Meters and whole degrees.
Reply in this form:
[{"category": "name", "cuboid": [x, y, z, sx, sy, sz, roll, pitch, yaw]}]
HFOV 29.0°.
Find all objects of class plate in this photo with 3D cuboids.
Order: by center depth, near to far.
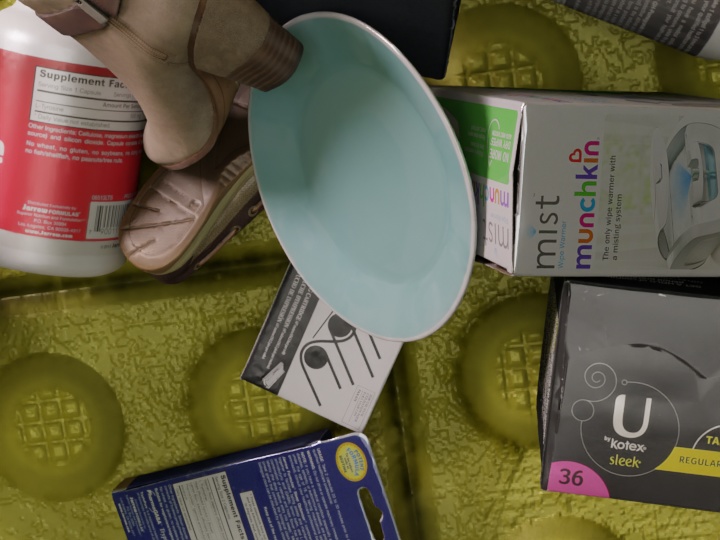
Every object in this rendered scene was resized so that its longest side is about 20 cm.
[{"category": "plate", "cuboid": [0.003, -0.055, 0.820, 0.200, 0.025, 0.202, 29, 131, 40]}]

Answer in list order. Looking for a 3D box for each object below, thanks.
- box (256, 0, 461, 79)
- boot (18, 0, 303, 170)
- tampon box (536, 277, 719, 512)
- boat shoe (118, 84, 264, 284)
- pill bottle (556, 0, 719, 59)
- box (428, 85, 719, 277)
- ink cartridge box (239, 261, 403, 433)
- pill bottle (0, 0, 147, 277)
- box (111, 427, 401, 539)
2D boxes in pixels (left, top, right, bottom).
[{"category": "box", "cuboid": [-0.023, -0.243, 0.826, 0.198, 0.124, 0.198, 12, 69, 5]}, {"category": "boot", "cuboid": [-0.130, -0.133, 0.805, 0.146, 0.200, 0.071, 26, 60, -25]}, {"category": "tampon box", "cuboid": [0.188, 0.055, 0.857, 0.149, 0.200, 0.127, 6, 101, 6]}, {"category": "boat shoe", "cuboid": [-0.078, -0.073, 0.936, 0.072, 0.072, 0.200, 34, 82, 24]}, {"category": "pill bottle", "cuboid": [0.194, -0.196, 0.847, 0.199, 0.111, 0.111, 22, 102, 2]}, {"category": "box", "cuboid": [0.138, -0.055, 0.819, 0.175, 0.200, 0.098, 1, 100, -13]}, {"category": "ink cartridge box", "cuboid": [0.000, 0.000, 0.948, 0.093, 0.044, 0.201, 23, 102, 0]}, {"category": "pill bottle", "cuboid": [-0.196, -0.105, 0.916, 0.111, 0.112, 0.202, 11, 101, 4]}, {"category": "box", "cuboid": [-0.067, 0.187, 0.988, 0.199, 0.032, 0.122, -15, 98, 18]}]
